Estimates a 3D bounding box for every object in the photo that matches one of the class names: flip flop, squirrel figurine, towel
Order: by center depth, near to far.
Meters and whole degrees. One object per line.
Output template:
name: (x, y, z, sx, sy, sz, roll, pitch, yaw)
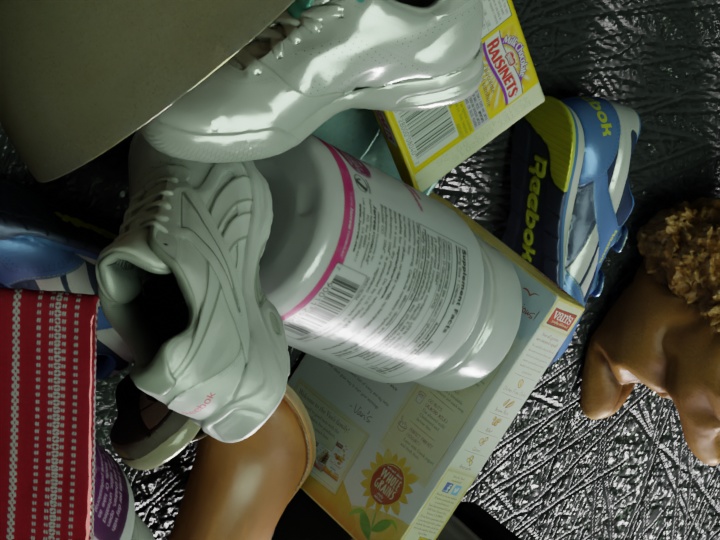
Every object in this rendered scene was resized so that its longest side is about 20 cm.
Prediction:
towel: (-0.233, 0.078, 1.208, 0.022, 0.199, 0.146, -45, 137, -81)
flip flop: (-0.096, 0.071, 1.333, 0.081, 0.200, 0.058, -43, 103, 11)
squirrel figurine: (0.269, 0.052, 1.613, 0.141, 0.187, 0.201, -18, 129, -30)

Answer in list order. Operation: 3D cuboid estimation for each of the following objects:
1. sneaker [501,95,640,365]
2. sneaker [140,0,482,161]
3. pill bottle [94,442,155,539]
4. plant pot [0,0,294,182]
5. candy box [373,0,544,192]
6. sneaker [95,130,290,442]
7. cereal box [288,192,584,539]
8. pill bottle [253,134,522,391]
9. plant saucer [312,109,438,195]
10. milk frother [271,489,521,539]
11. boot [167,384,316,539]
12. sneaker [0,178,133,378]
sneaker: (0.140, -0.024, 1.537, 0.082, 0.074, 0.201, -14, 128, -35)
sneaker: (-0.028, -0.123, 1.245, 0.199, 0.075, 0.089, -18, 132, -21)
pill bottle: (-0.197, 0.130, 1.327, 0.112, 0.112, 0.200, -45, 137, -6)
plant pot: (-0.124, -0.159, 1.154, 0.200, 0.200, 0.135, -41, 103, -10)
candy box: (0.040, -0.143, 1.343, 0.102, 0.026, 0.200, -38, 136, -14)
sneaker: (-0.098, -0.012, 1.224, 0.078, 0.201, 0.099, -37, 140, 26)
cereal box: (0.034, 0.066, 1.455, 0.039, 0.144, 0.201, 24, 103, -50)
pill bottle: (0.000, 0.000, 1.345, 0.200, 0.113, 0.114, 25, 101, -48)
plant saucer: (-0.024, -0.091, 1.374, 0.200, 0.039, 0.202, -23, 132, -28)
milk frother: (0.056, 0.159, 1.506, 0.180, 0.188, 0.201, -18, 130, -32)
boot: (-0.091, 0.167, 1.412, 0.155, 0.073, 0.201, -59, 163, -45)
sneaker: (-0.179, 0.006, 1.275, 0.200, 0.074, 0.082, 27, 102, -46)
